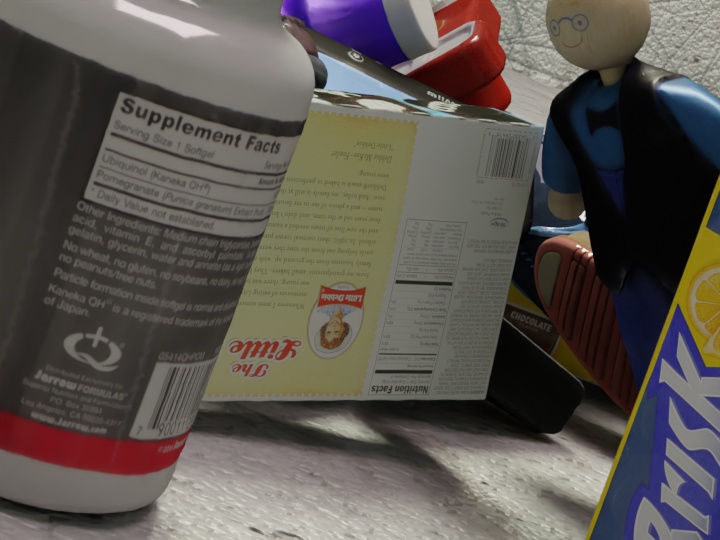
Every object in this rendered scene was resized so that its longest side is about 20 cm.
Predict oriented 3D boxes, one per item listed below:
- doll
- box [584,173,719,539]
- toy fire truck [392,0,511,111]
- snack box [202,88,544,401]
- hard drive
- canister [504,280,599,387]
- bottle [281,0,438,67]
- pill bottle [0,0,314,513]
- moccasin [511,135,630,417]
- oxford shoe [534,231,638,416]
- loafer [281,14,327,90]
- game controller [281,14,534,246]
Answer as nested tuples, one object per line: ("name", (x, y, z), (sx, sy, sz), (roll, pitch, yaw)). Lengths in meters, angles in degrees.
("doll", (0.117, -0.019, 0.784), (0.048, 0.201, 0.136), (-22, 8, -33))
("box", (0.138, 0.036, 0.717), (0.070, 0.201, 0.064), (25, 25, 19))
("toy fire truck", (-0.011, -0.092, 1.130), (0.113, 0.199, 0.168), (60, 15, -14))
("snack box", (-0.024, -0.010, 0.785), (0.199, 0.117, 0.037), (3, 14, -39))
("hard drive", (0.000, 0.000, 0.973), (0.200, 0.033, 0.139), (33, -3, 42))
("canister", (0.120, 0.011, 1.116), (0.199, 0.087, 0.149), (20, 11, -2))
("bottle", (-0.060, -0.101, 1.043), (0.199, 0.084, 0.065), (-17, 26, 15))
("pill bottle", (-0.080, -0.036, 0.649), (0.110, 0.201, 0.111), (20, 10, -4))
("moccasin", (0.127, 0.002, 1.003), (0.200, 0.080, 0.068), (49, -14, 16))
("oxford shoe", (0.163, 0.038, 0.864), (0.200, 0.071, 0.075), (35, 54, 21))
("loafer", (-0.112, -0.070, 0.819), (0.199, 0.063, 0.072), (-18, -16, 16))
("game controller", (-0.010, -0.073, 0.957), (0.199, 0.042, 0.105), (25, 41, -11))
